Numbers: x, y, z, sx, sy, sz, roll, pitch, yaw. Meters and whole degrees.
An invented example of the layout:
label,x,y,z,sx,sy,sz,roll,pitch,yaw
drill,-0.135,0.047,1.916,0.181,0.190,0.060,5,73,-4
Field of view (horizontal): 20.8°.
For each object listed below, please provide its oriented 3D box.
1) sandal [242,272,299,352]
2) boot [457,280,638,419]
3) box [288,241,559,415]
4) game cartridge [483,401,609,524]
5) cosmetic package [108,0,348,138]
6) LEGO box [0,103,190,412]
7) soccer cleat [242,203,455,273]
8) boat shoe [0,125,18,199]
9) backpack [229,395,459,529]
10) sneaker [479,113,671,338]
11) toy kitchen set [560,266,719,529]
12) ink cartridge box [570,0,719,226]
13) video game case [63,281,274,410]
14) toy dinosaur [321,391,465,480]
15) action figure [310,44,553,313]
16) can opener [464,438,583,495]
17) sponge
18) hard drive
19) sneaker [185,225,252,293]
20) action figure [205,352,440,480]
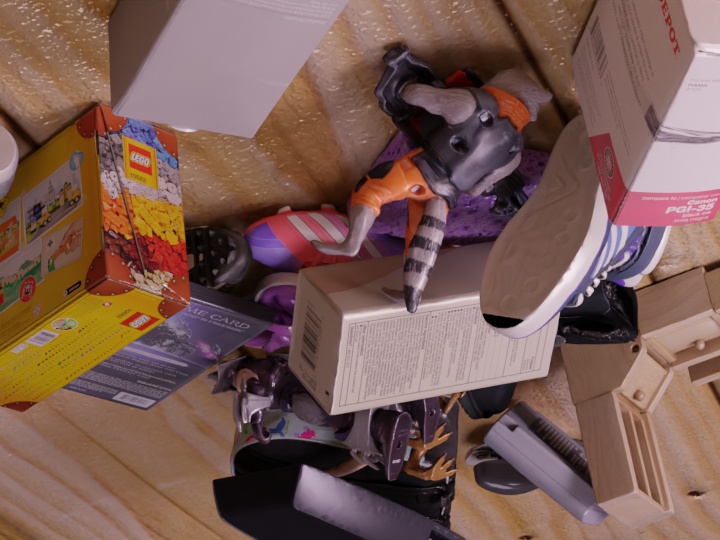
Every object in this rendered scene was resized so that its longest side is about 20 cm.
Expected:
label,x,y,z,sx,sy,sz,roll,pitch,yaw
sandal,-0.063,0.048,1.612,0.082,0.050,0.203,22,161,-17
boot,0.160,0.062,1.706,0.168,0.076,0.200,-5,145,15
box,0.052,0.041,1.529,0.200,0.078,0.095,-7,121,-28
game cartridge,0.182,0.178,1.812,0.042,0.133,0.200,-48,172,7
cosmetic package,-0.082,-0.176,1.259,0.107,0.090,0.200,9,149,-27
LEGO box,-0.223,-0.006,1.450,0.077,0.149,0.200,22,139,-41
soccer cleat,0.000,0.000,1.581,0.200,0.077,0.067,11,145,-30
boat shoe,-0.347,-0.070,1.404,0.200,0.072,0.069,-9,151,-16
backpack,-0.014,0.149,1.753,0.200,0.151,0.178,3,151,2
sneaker,0.175,-0.006,1.476,0.081,0.200,0.146,9,153,39
toy kitchen set,0.313,0.119,1.753,0.200,0.181,0.163,-23,147,22
ink cartridge box,0.216,-0.143,1.317,0.083,0.147,0.200,-2,150,-12
video game case,-0.182,0.056,1.573,0.143,0.019,0.200,19,145,-31
toy dinosaur,0.031,0.134,1.637,0.200,0.106,0.060,-48,132,2
action figure,0.075,-0.059,1.423,0.200,0.105,0.194,34,91,-40
can opener,0.196,0.206,1.984,0.200,0.067,0.053,10,146,-27
sponge,0.100,-0.057,1.553,0.200,0.030,0.112,8,146,-25
hard drive,-0.019,0.222,1.693,0.200,0.042,0.135,29,151,-35
sneaker,-0.138,0.021,1.602,0.090,0.067,0.200,15,147,-38
action figure,-0.040,0.107,1.587,0.200,0.069,0.130,12,-160,33
